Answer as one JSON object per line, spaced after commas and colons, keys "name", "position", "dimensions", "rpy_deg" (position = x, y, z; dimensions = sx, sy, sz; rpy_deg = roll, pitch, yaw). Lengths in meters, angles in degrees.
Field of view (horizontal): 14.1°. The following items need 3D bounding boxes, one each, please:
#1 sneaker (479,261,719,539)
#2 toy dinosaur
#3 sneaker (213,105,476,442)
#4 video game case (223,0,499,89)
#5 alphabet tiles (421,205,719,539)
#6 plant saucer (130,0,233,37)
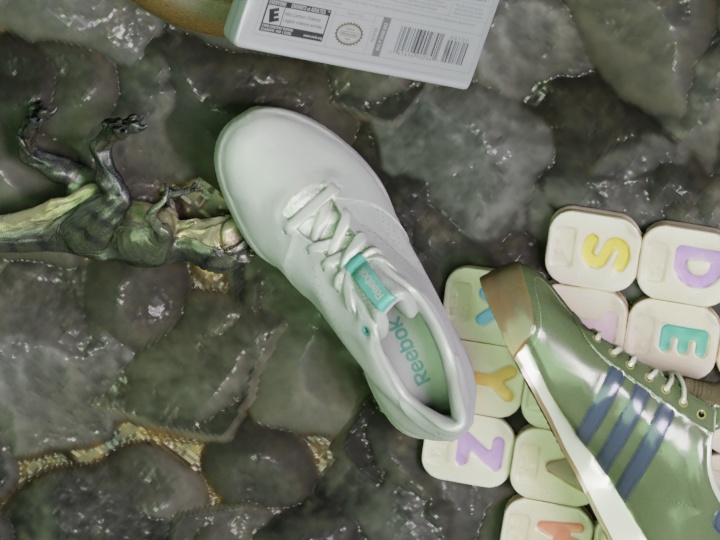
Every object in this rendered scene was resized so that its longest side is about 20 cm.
{"name": "sneaker", "position": [0.143, 0.071, 1.493], "dimensions": [0.089, 0.067, 0.201], "rpy_deg": [-27, 100, 7]}
{"name": "toy dinosaur", "position": [-0.144, -0.040, 1.528], "dimensions": [0.199, 0.047, 0.089], "rpy_deg": [1, 112, 12]}
{"name": "sneaker", "position": [0.000, 0.000, 1.484], "dimensions": [0.075, 0.088, 0.200], "rpy_deg": [-37, 95, -2]}
{"name": "video game case", "position": [0.025, -0.194, 1.431], "dimensions": [0.142, 0.018, 0.201], "rpy_deg": [8, 111, -32]}
{"name": "alphabet tiles", "position": [0.133, 0.069, 1.531], "dimensions": [0.194, 0.015, 0.201], "rpy_deg": [10, 106, 6]}
{"name": "plant saucer", "position": [-0.053, -0.206, 1.443], "dimensions": [0.199, 0.035, 0.201], "rpy_deg": [-3, 113, -6]}
